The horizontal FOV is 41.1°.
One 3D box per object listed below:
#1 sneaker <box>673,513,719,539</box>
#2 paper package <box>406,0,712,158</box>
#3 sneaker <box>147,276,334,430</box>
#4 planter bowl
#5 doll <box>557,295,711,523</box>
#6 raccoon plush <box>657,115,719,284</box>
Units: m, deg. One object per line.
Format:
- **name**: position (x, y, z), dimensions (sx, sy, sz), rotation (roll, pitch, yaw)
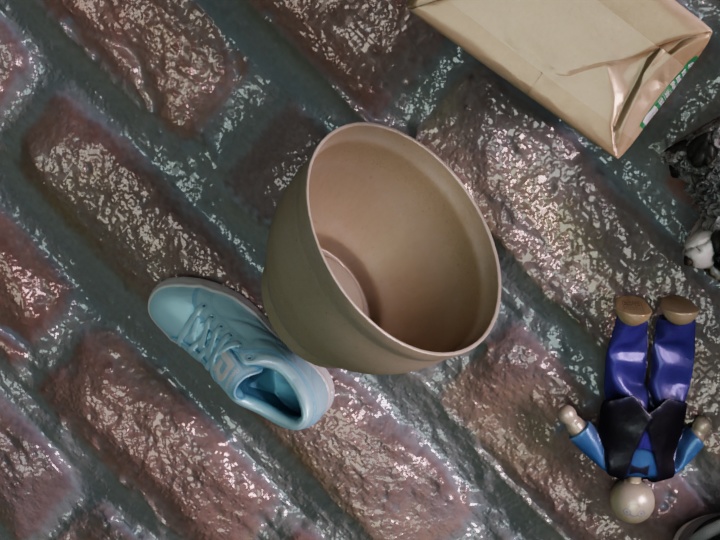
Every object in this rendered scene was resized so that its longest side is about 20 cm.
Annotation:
- **sneaker**: position (0.351, 0.215, 0.786), dimensions (0.198, 0.115, 0.076), rotation (-28, 70, 15)
- **paper package**: position (0.142, -0.186, 0.707), dimensions (0.189, 0.200, 0.104), rotation (35, 106, 1)
- **sneaker**: position (-0.113, 0.074, 0.869), dimensions (0.198, 0.082, 0.075), rotation (30, 105, 3)
- **planter bowl**: position (0.000, 0.000, 0.791), dimensions (0.201, 0.200, 0.134), rotation (52, 133, -3)
- **doll**: position (0.239, 0.124, 0.830), dimensions (0.134, 0.049, 0.204), rotation (0, 108, 1)
- **raccoon plush**: position (0.331, -0.071, 0.741), dimensions (0.198, 0.097, 0.135), rotation (-31, 89, 16)
